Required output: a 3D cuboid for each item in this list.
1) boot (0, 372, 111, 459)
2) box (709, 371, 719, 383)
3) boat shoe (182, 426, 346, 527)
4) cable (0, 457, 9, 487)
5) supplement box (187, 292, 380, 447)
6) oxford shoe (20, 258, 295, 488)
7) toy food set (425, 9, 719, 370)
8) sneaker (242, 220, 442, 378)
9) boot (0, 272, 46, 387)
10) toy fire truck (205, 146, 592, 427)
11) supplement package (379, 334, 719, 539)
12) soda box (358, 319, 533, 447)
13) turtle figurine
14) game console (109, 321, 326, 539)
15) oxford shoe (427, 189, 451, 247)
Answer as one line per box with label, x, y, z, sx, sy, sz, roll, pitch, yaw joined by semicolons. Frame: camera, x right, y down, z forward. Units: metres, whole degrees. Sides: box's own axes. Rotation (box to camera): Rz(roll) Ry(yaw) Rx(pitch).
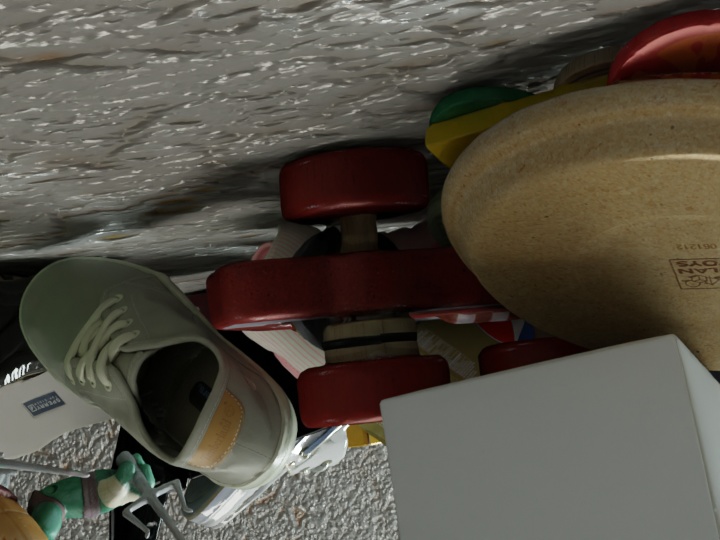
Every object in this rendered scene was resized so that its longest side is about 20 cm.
boot;-0.207;0.065;1.010;0.198;0.073;0.091;-14;-149;34
box;0.186;0.100;0.781;0.199;0.149;0.107;-39;179;26
boat shoe;-0.036;0.108;1.021;0.200;0.069;0.071;-46;-157;-5
cable;-0.291;0.121;0.802;0.198;0.070;0.199;13;-170;28
supplement box;-0.012;0.072;1.201;0.196;0.135;0.199;-11;174;40
oxford shoe;-0.111;0.041;0.730;0.199;0.076;0.057;30;-176;41
toy food set;0.125;-0.020;0.527;0.198;0.049;0.197;-10;148;38
sneaker;0.000;0.000;0.847;0.104;0.076;0.200;30;-148;12
boot;-0.246;0.040;0.862;0.198;0.074;0.150;-11;178;-43
toy fire truck;0.027;0.010;0.687;0.197;0.114;0.168;-5;174;-13
supplement package;0.099;0.109;0.598;0.115;0.119;0.200;-13;164;17
soda box;0.081;0.038;0.840;0.200;0.064;0.068;-38;158;-51
turtle figurine;-0.176;0.106;0.687;0.199;0.101;0.150;32;-179;23
game console;-0.093;0.117;0.971;0.115;0.178;0.200;11;-161;-13
oxford shoe;0.121;-0.023;0.812;0.198;0.059;0.075;11;161;-28
